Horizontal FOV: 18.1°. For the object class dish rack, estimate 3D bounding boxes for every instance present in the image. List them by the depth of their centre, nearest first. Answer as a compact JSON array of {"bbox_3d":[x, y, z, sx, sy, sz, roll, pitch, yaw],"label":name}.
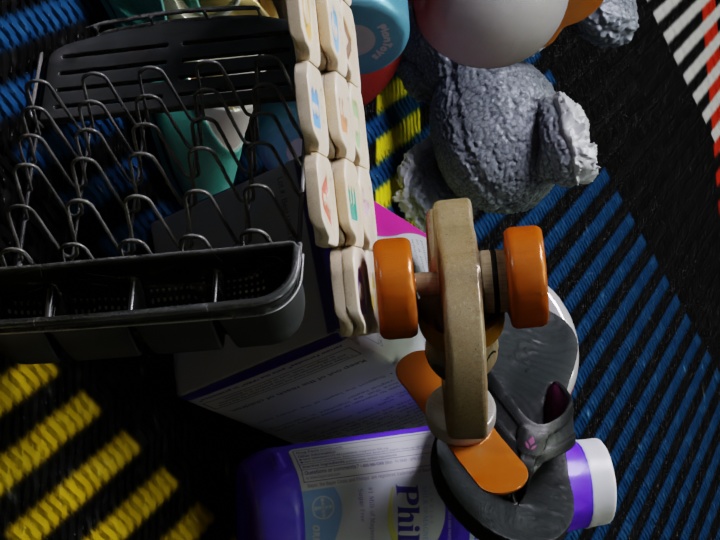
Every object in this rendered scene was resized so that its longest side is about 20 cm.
[{"bbox_3d":[-0.093,-0.048,1.017,0.055,0.152,0.201,74,15,-53],"label":"dish rack"}]

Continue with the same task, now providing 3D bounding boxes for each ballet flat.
[{"bbox_3d":[-0.089,-0.117,1.175,0.068,0.070,0.201,-71,145,-56],"label":"ballet flat"}]

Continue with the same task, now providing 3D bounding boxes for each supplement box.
[{"bbox_3d":[-0.013,0.029,1.212,0.200,0.103,0.102,29,44,-56],"label":"supplement box"}]

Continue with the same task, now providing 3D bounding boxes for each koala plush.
[{"bbox_3d":[0.088,-0.128,1.552,0.183,0.176,0.202,24,56,-53],"label":"koala plush"}]

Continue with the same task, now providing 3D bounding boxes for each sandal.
[{"bbox_3d":[0.079,0.068,1.166,0.201,0.075,0.048,-81,-172,-55],"label":"sandal"}]

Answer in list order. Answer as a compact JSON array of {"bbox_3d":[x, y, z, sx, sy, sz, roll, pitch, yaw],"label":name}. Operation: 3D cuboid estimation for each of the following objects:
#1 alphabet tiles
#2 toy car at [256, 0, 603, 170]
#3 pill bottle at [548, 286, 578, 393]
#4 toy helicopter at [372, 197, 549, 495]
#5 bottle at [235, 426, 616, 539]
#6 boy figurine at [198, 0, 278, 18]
[{"bbox_3d":[-0.009,-0.069,1.062,0.196,0.014,0.202,14,70,-82],"label":"alphabet tiles"},{"bbox_3d":[0.044,-0.155,1.306,0.177,0.198,0.185,116,-23,-46],"label":"toy car"},{"bbox_3d":[0.080,0.066,1.432,0.200,0.110,0.112,76,6,-79],"label":"pill bottle"},{"bbox_3d":[0.049,0.024,1.113,0.200,0.078,0.133,-93,177,-71],"label":"toy helicopter"},{"bbox_3d":[0.035,0.124,1.188,0.065,0.198,0.084,-122,-150,-60],"label":"bottle"},{"bbox_3d":[-0.089,-0.212,1.243,0.124,0.064,0.202,33,46,-68],"label":"boy figurine"}]
